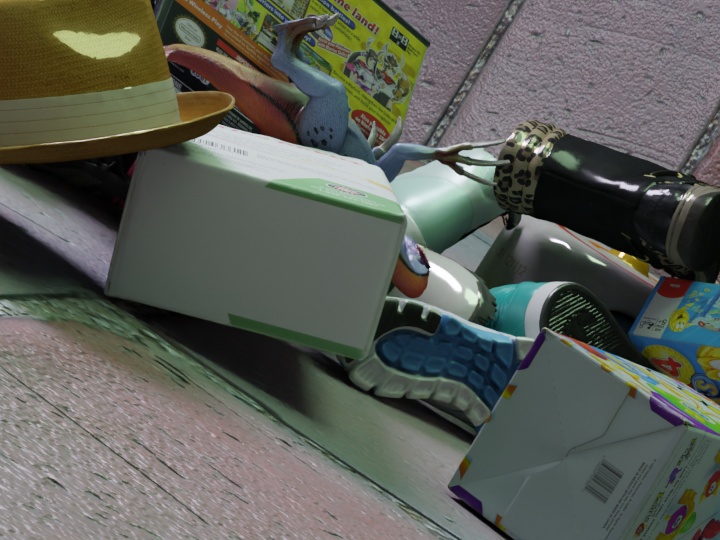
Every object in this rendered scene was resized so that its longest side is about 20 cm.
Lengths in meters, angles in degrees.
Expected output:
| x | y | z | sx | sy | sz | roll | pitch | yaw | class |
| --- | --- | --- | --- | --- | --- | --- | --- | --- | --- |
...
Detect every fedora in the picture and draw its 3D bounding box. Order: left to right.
| x | y | z | sx | sy | sz | roll | pitch | yaw | class |
| --- | --- | --- | --- | --- | --- | --- | --- | --- | --- |
| -0.165 | -0.102 | 1.270 | 0.200 | 0.082 | 0.201 | -4 | 11 | 1 | fedora |

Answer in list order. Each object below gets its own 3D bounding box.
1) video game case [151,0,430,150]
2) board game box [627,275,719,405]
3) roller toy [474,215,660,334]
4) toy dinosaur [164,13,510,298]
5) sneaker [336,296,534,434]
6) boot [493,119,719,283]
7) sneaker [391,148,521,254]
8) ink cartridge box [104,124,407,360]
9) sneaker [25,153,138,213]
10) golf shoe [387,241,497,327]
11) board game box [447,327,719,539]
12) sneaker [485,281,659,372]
| x | y | z | sx | sy | sz | roll | pitch | yaw | class |
| --- | --- | --- | --- | --- | --- | --- | --- | --- | --- |
| -0.052 | -0.124 | 1.558 | 0.200 | 0.181 | 0.025 | 37 | -34 | -31 | video game case |
| 0.297 | 0.103 | 1.654 | 0.195 | 0.056 | 0.200 | 8 | -41 | 36 | board game box |
| 0.162 | 0.045 | 1.785 | 0.182 | 0.140 | 0.200 | 34 | 7 | 22 | roller toy |
| -0.018 | -0.065 | 1.530 | 0.199 | 0.182 | 0.105 | -12 | 6 | -12 | toy dinosaur |
| 0.055 | 0.054 | 1.544 | 0.200 | 0.075 | 0.087 | 28 | 2 | -32 | sneaker |
| 0.177 | -0.044 | 1.693 | 0.150 | 0.073 | 0.200 | 21 | 4 | 15 | boot |
| 0.039 | -0.039 | 1.785 | 0.074 | 0.118 | 0.200 | 64 | -21 | -10 | sneaker |
| -0.058 | -0.024 | 1.384 | 0.145 | 0.088 | 0.200 | 14 | 10 | -6 | ink cartridge box |
| -0.133 | -0.065 | 1.537 | 0.200 | 0.077 | 0.084 | 25 | 5 | -39 | sneaker |
| 0.000 | 0.000 | 1.626 | 0.200 | 0.077 | 0.088 | 26 | -12 | 42 | golf shoe |
| 0.154 | 0.115 | 1.384 | 0.103 | 0.105 | 0.200 | 35 | 7 | 31 | board game box |
| 0.128 | 0.080 | 1.657 | 0.121 | 0.084 | 0.200 | 8 | -38 | 47 | sneaker |
